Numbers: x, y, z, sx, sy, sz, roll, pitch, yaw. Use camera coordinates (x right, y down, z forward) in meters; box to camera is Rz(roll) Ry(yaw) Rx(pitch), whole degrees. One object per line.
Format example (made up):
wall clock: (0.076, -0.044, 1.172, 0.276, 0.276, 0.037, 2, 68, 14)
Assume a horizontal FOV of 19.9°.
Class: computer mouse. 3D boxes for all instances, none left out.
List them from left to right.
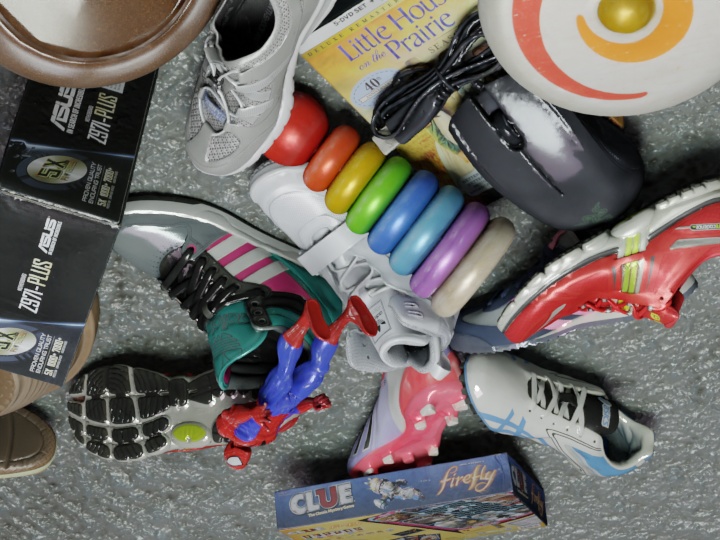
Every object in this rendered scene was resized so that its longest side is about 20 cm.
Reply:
computer mouse: (0.116, -0.083, 1.425, 0.200, 0.053, 0.138, 33, 126, -26)

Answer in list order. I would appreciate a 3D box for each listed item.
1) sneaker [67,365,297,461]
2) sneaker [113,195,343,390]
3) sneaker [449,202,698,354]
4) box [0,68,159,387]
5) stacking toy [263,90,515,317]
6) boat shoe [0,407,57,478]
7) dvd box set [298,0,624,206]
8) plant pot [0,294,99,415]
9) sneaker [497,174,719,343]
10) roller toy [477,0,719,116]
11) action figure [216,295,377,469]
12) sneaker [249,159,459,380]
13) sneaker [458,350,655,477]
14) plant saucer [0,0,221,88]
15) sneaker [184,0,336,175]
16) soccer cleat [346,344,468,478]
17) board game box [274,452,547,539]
sneaker: (-0.141, 0.117, 1.654, 0.199, 0.077, 0.085, -1, 173, 22)
sneaker: (-0.107, 0.027, 1.540, 0.200, 0.121, 0.084, 21, 131, -14)
sneaker: (0.149, 0.004, 1.548, 0.199, 0.070, 0.082, -17, 108, 21)
box: (-0.210, -0.052, 1.420, 0.086, 0.200, 0.164, 17, 133, -10)
stacking toy: (0.010, -0.058, 1.458, 0.200, 0.085, 0.085, 38, 128, -1)
boat shoe: (-0.349, 0.145, 1.718, 0.199, 0.072, 0.076, 9, 148, 7)
dvd box set: (0.070, -0.136, 1.435, 0.146, 0.029, 0.200, -28, 125, 27)
plant pot: (-0.309, 0.051, 1.601, 0.200, 0.093, 0.201, 2, 132, 3)
sneaker: (0.191, 0.008, 1.456, 0.200, 0.077, 0.085, -29, 87, 12)
roller toy: (0.164, -0.195, 1.291, 0.200, 0.140, 0.183, 25, 127, -19)
action figure: (-0.056, 0.091, 1.510, 0.065, 0.052, 0.200, -10, 154, -36)
sneaker: (0.000, 0.000, 1.510, 0.200, 0.115, 0.075, 34, 127, -24)
sneaker: (0.155, 0.107, 1.615, 0.072, 0.072, 0.200, -23, 142, 39)
plant saucer: (-0.176, -0.210, 1.328, 0.200, 0.032, 0.201, -6, 114, -12)
sneaker: (-0.085, -0.145, 1.388, 0.075, 0.082, 0.200, 41, 128, 21)
soccer cleat: (0.035, 0.113, 1.658, 0.067, 0.077, 0.200, -3, 154, -20)
board game box: (0.044, 0.198, 1.709, 0.199, 0.035, 0.136, -11, 159, 14)
